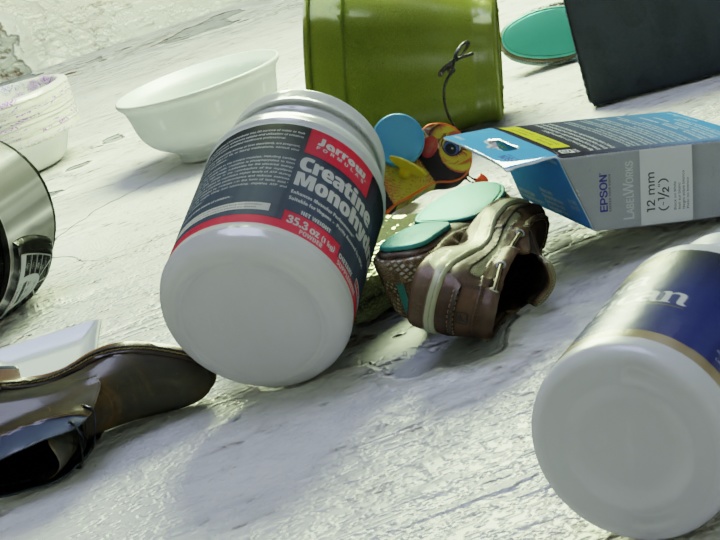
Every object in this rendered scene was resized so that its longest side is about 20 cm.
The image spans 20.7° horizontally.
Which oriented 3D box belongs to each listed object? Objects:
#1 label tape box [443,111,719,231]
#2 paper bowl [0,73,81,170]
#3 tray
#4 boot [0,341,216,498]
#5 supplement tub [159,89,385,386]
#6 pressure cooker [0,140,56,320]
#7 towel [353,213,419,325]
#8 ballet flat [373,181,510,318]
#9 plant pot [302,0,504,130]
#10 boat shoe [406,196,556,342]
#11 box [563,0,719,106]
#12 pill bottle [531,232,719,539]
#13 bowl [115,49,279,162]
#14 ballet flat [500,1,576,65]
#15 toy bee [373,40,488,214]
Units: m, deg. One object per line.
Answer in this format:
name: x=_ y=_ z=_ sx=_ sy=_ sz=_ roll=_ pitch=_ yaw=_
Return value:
label tape box: x=0.180 y=-0.074 z=1.509 sx=0.199 sy=0.067 sz=0.143 roll=-8 pitch=14 yaw=-16
paper bowl: x=-0.461 y=-0.177 z=2.566 sx=0.199 sy=0.105 sz=0.201 roll=-17 pitch=15 yaw=5
tray: x=-0.258 y=0.089 z=1.580 sx=0.107 sy=0.022 sz=0.200 roll=-18 pitch=16 yaw=0
boot: x=-0.194 y=0.111 z=1.396 sx=0.199 sy=0.075 sz=0.097 roll=-9 pitch=40 yaw=-9
supplement tub: x=-0.058 y=-0.026 z=1.442 sx=0.140 sy=0.141 sz=0.201 roll=-11 pitch=36 yaw=21
pressure cooker: x=-0.392 y=-0.024 z=1.830 sx=0.178 sy=0.177 sz=0.200 roll=-16 pitch=11 yaw=17
towel: x=0.000 y=0.000 z=1.582 sx=0.148 sy=0.037 sz=0.200 roll=-3 pitch=20 yaw=40
ballet flat: x=0.064 y=-0.013 z=1.497 sx=0.070 sy=0.066 sz=0.200 roll=-2 pitch=16 yaw=29
plant pot: x=0.049 y=-0.211 z=2.016 sx=0.192 sy=0.202 sz=0.200 roll=-3 pitch=17 yaw=6
boat shoe: x=0.105 y=0.005 z=1.416 sx=0.074 sy=0.075 sz=0.202 roll=16 pitch=27 yaw=21
box: x=0.314 y=-0.267 z=2.007 sx=0.199 sy=0.125 sz=0.197 roll=-14 pitch=18 yaw=10
pill bottle: x=0.176 y=0.052 z=1.069 sx=0.110 sy=0.112 sz=0.200 roll=-8 pitch=18 yaw=30
bowl: x=-0.178 y=-0.184 z=2.309 sx=0.200 sy=0.091 sz=0.201 roll=-16 pitch=16 yaw=5
ballet flat: x=0.254 y=-0.271 z=2.214 sx=0.199 sy=0.075 sz=0.074 roll=-13 pitch=16 yaw=9
toy bee: x=0.056 y=-0.095 z=1.751 sx=0.200 sy=0.109 sz=0.131 roll=-46 pitch=-5 yaw=13
